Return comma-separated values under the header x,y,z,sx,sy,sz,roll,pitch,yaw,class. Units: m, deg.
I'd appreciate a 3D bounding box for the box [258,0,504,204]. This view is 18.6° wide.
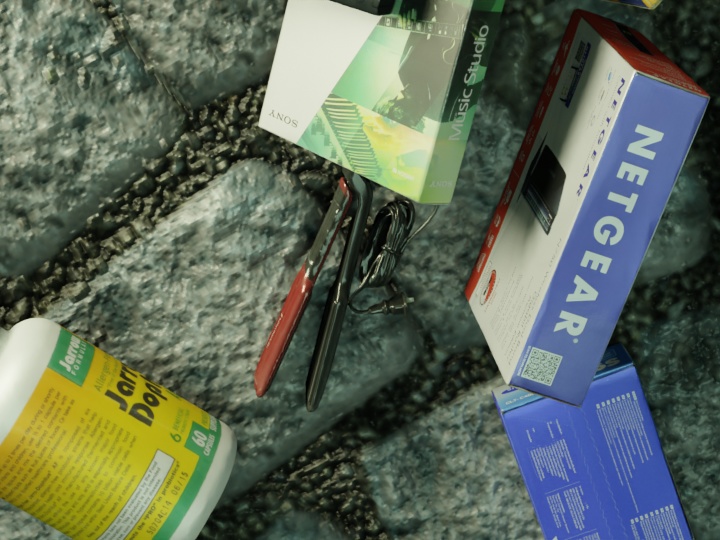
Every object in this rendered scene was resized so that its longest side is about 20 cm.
x,y,z,sx,sy,sz,roll,pitch,yaw,class
0.018,-0.156,1.307,0.036,0.144,0.200,-4,114,-47,box

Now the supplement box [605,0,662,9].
x,y,z,sx,sy,sz,roll,pitch,yaw,class
0.134,-0.266,1.287,0.109,0.110,0.200,-41,106,-3,supplement box

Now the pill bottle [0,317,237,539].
x,y,z,sx,sy,sz,roll,pitch,yaw,class
-0.188,0.100,1.376,0.200,0.113,0.113,32,102,-13,pill bottle

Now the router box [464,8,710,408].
x,y,z,sx,sy,sz,roll,pitch,yaw,class
0.132,-0.043,1.326,0.049,0.180,0.200,18,104,-11,router box

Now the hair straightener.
x,y,z,sx,sy,sz,roll,pitch,yaw,class
0.000,0.000,1.406,0.077,0.041,0.200,20,100,-11,hair straightener

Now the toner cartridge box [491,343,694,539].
x,y,z,sx,sy,sz,roll,pitch,yaw,class
0.164,0.157,1.462,0.095,0.043,0.200,-20,108,0,toner cartridge box

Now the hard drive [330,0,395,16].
x,y,z,sx,sy,sz,roll,pitch,yaw,class
-0.058,-0.244,1.279,0.200,0.033,0.140,20,106,17,hard drive
